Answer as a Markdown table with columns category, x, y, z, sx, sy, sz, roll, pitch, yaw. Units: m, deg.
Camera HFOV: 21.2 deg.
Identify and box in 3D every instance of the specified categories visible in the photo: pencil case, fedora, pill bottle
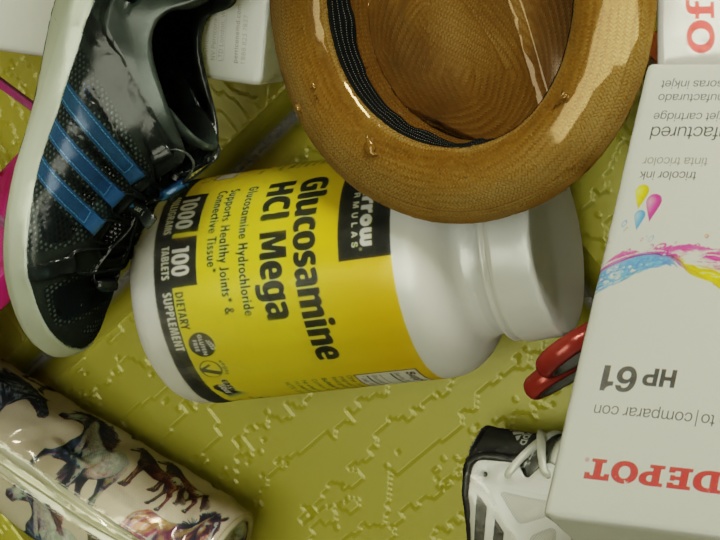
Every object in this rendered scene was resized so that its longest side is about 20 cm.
| category | x | y | z | sx | sy | sz | roll | pitch | yaw |
| --- | --- | --- | --- | --- | --- | --- | --- | --- | --- |
| pencil case | -0.147 | 0.116 | 1.014 | 0.200 | 0.089 | 0.078 | 31 | 108 | 14 |
| fedora | 0.054 | -0.121 | 0.856 | 0.200 | 0.082 | 0.201 | 1 | 93 | 28 |
| pill bottle | 0.000 | 0.000 | 0.925 | 0.200 | 0.112 | 0.113 | -8 | 95 | 23 |

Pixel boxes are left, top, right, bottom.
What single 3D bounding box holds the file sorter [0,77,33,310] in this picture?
| category | x | y | z | sx | sy | sz | roll | pitch | yaw |
| --- | --- | --- | --- | --- | --- | --- | --- | --- | --- |
| file sorter | -0.259 | -0.016 | 0.988 | 0.125 | 0.139 | 0.200 | 37 | 113 | -23 |

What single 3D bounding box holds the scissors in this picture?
| category | x | y | z | sx | sy | sz | roll | pitch | yaw |
| --- | --- | --- | --- | --- | --- | --- | --- | --- | --- |
| scissors | 0.161 | 0.001 | 0.907 | 0.200 | 0.073 | 0.014 | -33 | 73 | -1 |

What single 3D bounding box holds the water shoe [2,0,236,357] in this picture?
| category | x | y | z | sx | sy | sz | roll | pitch | yaw |
| --- | --- | --- | --- | --- | --- | --- | --- | --- | --- |
| water shoe | -0.108 | -0.051 | 0.874 | 0.079 | 0.071 | 0.200 | 15 | 103 | 21 |

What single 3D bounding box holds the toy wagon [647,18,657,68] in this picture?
| category | x | y | z | sx | sy | sz | roll | pitch | yaw |
| --- | --- | --- | --- | --- | --- | --- | --- | --- | --- |
| toy wagon | 0.180 | -0.133 | 0.873 | 0.155 | 0.040 | 0.200 | -4 | 96 | 23 |

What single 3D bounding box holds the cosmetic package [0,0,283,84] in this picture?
| category | x | y | z | sx | sy | sz | roll | pitch | yaw |
| --- | --- | --- | --- | --- | --- | --- | --- | --- | --- |
| cosmetic package | -0.116 | -0.140 | 0.958 | 0.200 | 0.101 | 0.071 | 10 | 101 | 21 |

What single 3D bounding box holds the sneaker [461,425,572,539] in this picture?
| category | x | y | z | sx | sy | sz | roll | pitch | yaw |
| --- | --- | --- | --- | --- | --- | --- | --- | --- | --- |
| sneaker | 0.113 | 0.089 | 0.912 | 0.115 | 0.076 | 0.201 | 33 | 111 | 13 |

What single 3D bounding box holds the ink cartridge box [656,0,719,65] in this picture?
| category | x | y | z | sx | sy | sz | roll | pitch | yaw |
| --- | --- | --- | --- | --- | --- | --- | --- | --- | --- |
| ink cartridge box | 0.224 | -0.147 | 0.787 | 0.200 | 0.083 | 0.147 | 1 | 99 | 21 |

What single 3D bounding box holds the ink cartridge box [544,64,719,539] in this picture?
| category | x | y | z | sx | sy | sz | roll | pitch | yaw |
| --- | --- | --- | --- | --- | --- | --- | --- | --- | --- |
| ink cartridge box | 0.170 | 0.025 | 0.743 | 0.144 | 0.085 | 0.200 | 3 | 68 | 31 |
